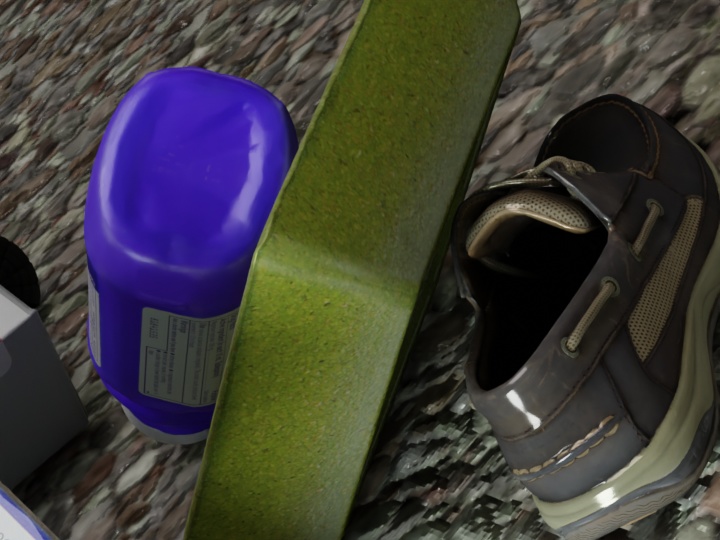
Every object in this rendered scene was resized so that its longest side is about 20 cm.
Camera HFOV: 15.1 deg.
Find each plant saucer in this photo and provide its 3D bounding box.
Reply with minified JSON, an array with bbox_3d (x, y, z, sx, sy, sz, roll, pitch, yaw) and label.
[{"bbox_3d":[0.000,0.000,0.894,0.200,0.048,0.200,107,-176,-47],"label":"plant saucer"}]

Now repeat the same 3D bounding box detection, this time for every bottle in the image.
[{"bbox_3d":[-0.060,0.006,0.940,0.200,0.065,0.084,102,-179,-66],"label":"bottle"}]

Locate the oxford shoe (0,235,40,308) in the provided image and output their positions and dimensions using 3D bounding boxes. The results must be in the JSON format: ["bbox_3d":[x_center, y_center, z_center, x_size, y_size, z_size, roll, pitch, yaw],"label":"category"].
[{"bbox_3d":[-0.232,0.064,1.220,0.200,0.073,0.084,-42,18,-26],"label":"oxford shoe"}]

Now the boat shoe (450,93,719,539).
[{"bbox_3d":[0.071,-0.004,0.850,0.074,0.073,0.200,-33,26,22],"label":"boat shoe"}]

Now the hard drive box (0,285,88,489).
[{"bbox_3d":[-0.237,0.043,1.120,0.156,0.077,0.200,-41,51,-21],"label":"hard drive box"}]

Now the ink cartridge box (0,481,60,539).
[{"bbox_3d":[-0.183,0.111,0.710,0.200,0.047,0.198,-39,51,-15],"label":"ink cartridge box"}]
